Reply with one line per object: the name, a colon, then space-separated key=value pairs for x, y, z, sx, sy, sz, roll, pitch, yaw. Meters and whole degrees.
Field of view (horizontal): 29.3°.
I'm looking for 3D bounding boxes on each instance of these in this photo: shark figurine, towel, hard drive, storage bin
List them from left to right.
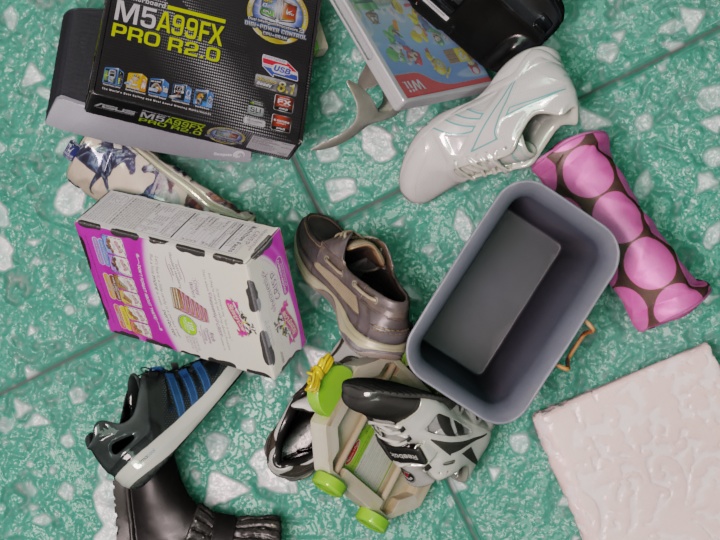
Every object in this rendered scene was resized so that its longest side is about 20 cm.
hard drive: x=-0.193 y=-0.182 z=1.317 sx=0.198 sy=0.042 sz=0.136 roll=10 pitch=66 yaw=-13
shark figurine: x=0.014 y=-0.186 z=1.320 sx=0.128 sy=0.089 sz=0.216 roll=28 pitch=48 yaw=-30
storage bin: x=0.137 y=0.028 z=1.265 sx=0.145 sy=0.134 sz=0.201 roll=32 pitch=92 yaw=-5
towel: x=0.287 y=0.194 z=1.319 sx=0.190 sy=0.032 sz=0.202 roll=-24 pitch=87 yaw=2

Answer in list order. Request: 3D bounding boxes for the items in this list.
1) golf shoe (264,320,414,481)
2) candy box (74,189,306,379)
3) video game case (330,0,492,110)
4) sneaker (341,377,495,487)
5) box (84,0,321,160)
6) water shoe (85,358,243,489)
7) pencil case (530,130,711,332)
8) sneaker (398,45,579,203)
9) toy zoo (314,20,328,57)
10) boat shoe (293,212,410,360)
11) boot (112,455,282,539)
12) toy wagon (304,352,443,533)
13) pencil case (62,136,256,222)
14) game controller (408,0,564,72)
golf shoe: x=-0.017 y=0.121 z=1.314 sx=0.077 sy=0.094 sz=0.201 roll=36 pitch=90 yaw=6
candy box: x=-0.157 y=0.011 z=1.275 sx=0.198 sy=0.061 sz=0.137 roll=14 pitch=134 yaw=29
video game case: x=0.032 y=-0.246 z=1.296 sx=0.017 sy=0.142 sz=0.201 roll=-39 pitch=76 yaw=41
sneaker: x=0.052 y=0.150 z=1.238 sx=0.074 sy=0.199 sz=0.089 roll=14 pitch=84 yaw=45
box: x=-0.143 y=-0.203 z=1.268 sx=0.198 sy=0.044 sz=0.162 roll=13 pitch=70 yaw=-15
water shoe: x=-0.176 y=0.113 z=1.290 sx=0.079 sy=0.072 sz=0.200 roll=42 pitch=48 yaw=-3
pencil case: x=0.248 y=-0.040 z=1.304 sx=0.091 sy=0.093 sz=0.201 roll=-36 pitch=85 yaw=47
sneaker: x=0.119 y=-0.122 z=1.296 sx=0.200 sy=0.070 sz=0.081 roll=-39 pitch=55 yaw=19
toy zoo: x=-0.141 y=-0.254 z=1.321 sx=0.198 sy=0.020 sz=0.132 roll=-14 pitch=78 yaw=-22
boat shoe: x=0.000 y=0.000 z=1.283 sx=0.074 sy=0.200 sz=0.074 roll=5 pitch=123 yaw=-34
boot: x=-0.152 y=0.233 z=1.328 sx=0.156 sy=0.079 sz=0.214 roll=0 pitch=93 yaw=7
toy wagon: x=0.009 y=0.141 z=1.276 sx=0.200 sy=0.039 sz=0.156 roll=44 pitch=66 yaw=-35
pencil case: x=-0.191 y=-0.071 z=1.335 sx=0.199 sy=0.090 sz=0.078 roll=35 pitch=54 yaw=6
game controller: x=0.092 y=-0.270 z=1.274 sx=0.200 sy=0.042 sz=0.104 roll=40 pitch=135 yaw=-12
